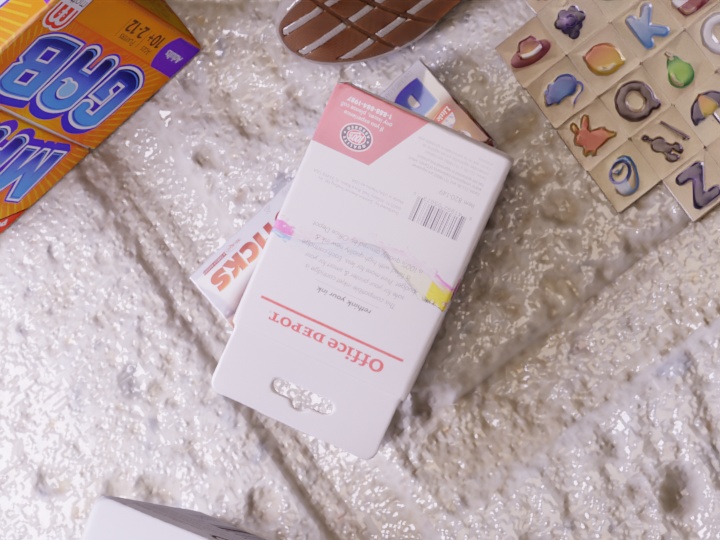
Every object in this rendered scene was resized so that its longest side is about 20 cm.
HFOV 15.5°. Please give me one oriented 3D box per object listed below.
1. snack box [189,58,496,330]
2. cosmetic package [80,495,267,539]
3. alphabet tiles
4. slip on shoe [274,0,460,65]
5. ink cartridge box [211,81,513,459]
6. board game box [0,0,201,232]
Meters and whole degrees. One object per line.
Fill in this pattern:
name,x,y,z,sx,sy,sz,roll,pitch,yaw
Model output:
snack box,-0.011,-0.036,1.646,0.200,0.024,0.072,-43,75,7
cosmetic package,-0.090,0.257,1.551,0.164,0.165,0.201,19,88,20
alphabet tiles,0.184,-0.136,1.612,0.166,0.006,0.200,-38,73,9
slip on shoe,0.035,-0.199,1.643,0.200,0.076,0.061,-33,33,18
ink cartridge box,0.000,0.000,1.595,0.116,0.067,0.201,25,95,2
board game box,-0.261,-0.165,1.653,0.200,0.200,0.200,-42,73,8
